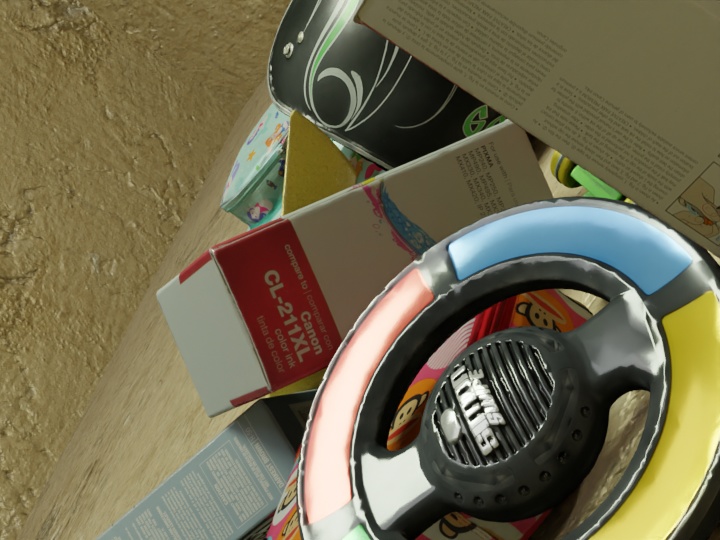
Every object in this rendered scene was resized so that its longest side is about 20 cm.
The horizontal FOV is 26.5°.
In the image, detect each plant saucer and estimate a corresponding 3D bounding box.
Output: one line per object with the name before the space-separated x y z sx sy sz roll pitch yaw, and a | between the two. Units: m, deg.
plant saucer | -0.031 0.019 1.057 0.200 0.048 0.203 91 -177 -73

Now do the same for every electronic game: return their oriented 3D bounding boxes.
electronic game | 0.058 0.058 0.594 0.198 0.042 0.202 -22 48 26

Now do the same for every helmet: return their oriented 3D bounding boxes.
helmet | 0.046 -0.165 1.068 0.192 0.198 0.200 -62 10 5

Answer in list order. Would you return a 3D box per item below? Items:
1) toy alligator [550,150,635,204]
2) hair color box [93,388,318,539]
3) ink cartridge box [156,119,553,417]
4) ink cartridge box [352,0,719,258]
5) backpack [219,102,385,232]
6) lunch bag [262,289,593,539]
toy alligator | 0.146 -0.080 0.723 0.054 0.059 0.202 -7 -49 -45
hair color box | -0.092 0.156 0.950 0.200 0.061 0.099 -40 -16 21
ink cartridge box | 0.000 0.000 0.868 0.198 0.084 0.146 -24 -2 -21
ink cartridge box | 0.114 -0.116 0.600 0.084 0.199 0.177 -50 14 38
backpack | -0.040 -0.068 1.339 0.201 0.149 0.178 -60 11 17
lunch bag | 0.034 0.085 0.757 0.200 0.082 0.177 -47 12 39
